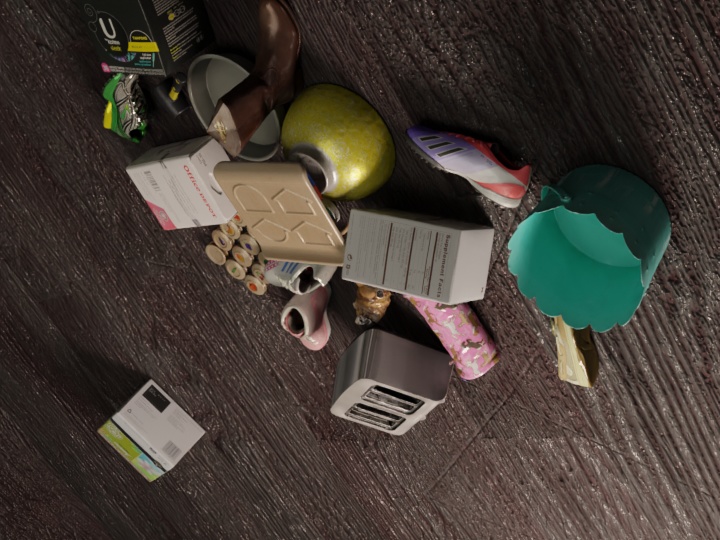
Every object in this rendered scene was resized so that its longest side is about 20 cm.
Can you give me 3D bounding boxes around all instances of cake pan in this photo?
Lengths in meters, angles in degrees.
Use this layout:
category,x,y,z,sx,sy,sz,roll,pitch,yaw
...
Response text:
category,x,y,z,sx,sy,sz,roll,pitch,yaw
cake pan,-0.202,-0.275,1.638,0.200,0.037,0.200,27,142,23

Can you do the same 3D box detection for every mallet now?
category,x,y,z,sx,sy,sz,roll,pitch,yaw
mallet,-0.316,-0.311,1.656,0.066,0.041,0.200,51,167,-2

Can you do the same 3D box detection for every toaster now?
category,x,y,z,sx,sy,sz,roll,pitch,yaw
toaster,0.048,0.195,1.773,0.200,0.119,0.181,21,144,-13

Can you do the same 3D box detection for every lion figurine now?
category,x,y,z,sx,sy,sz,roll,pitch,yaw
lion figurine,0.000,0.000,1.726,0.122,0.072,0.200,-5,110,65

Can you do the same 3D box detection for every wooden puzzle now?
category,x,y,z,sx,sy,sz,roll,pitch,yaw
wooden puzzle,-0.118,-0.098,1.570,0.185,0.046,0.200,5,137,34

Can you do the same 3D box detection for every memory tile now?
category,x,y,z,sx,sy,sz,roll,pitch,yaw
memory tile,-0.222,-0.039,1.917,0.153,0.017,0.200,41,143,1

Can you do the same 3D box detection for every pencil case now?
category,x,y,z,sx,sy,sz,roll,pitch,yaw
pencil case,0.153,0.088,1.659,0.086,0.083,0.200,-31,108,11

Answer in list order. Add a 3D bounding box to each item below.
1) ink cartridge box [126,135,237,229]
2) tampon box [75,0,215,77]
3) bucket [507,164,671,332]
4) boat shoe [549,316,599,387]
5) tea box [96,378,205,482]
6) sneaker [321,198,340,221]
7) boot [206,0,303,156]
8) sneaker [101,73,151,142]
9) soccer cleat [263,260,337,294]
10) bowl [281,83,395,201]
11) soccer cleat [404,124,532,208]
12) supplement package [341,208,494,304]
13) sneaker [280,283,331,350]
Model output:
category,x,y,z,sx,sy,sz,roll,pitch,yaw
ink cartridge box,-0.317,-0.160,1.826,0.200,0.083,0.147,-3,124,44
tampon box,-0.350,-0.426,1.555,0.150,0.126,0.200,11,133,33
bucket,0.314,-0.036,1.346,0.207,0.135,0.207,23,138,22
boat shoe,0.320,0.101,1.531,0.063,0.073,0.201,4,137,33
tea box,-0.543,0.416,2.554,0.200,0.134,0.197,45,143,-4
sneaker,-0.144,-0.075,1.724,0.200,0.121,0.084,4,129,40
boot,-0.164,-0.290,1.463,0.064,0.200,0.187,14,136,31
sneaker,-0.411,-0.308,1.783,0.085,0.078,0.200,31,151,3
soccer cleat,-0.121,0.008,1.803,0.070,0.086,0.200,38,146,-27
bowl,-0.055,-0.180,1.554,0.200,0.108,0.200,23,139,22
soccer cleat,0.156,-0.168,1.426,0.200,0.068,0.073,34,119,16
supplement package,0.089,-0.026,1.539,0.200,0.117,0.118,13,100,31
sneaker,-0.110,0.105,1.888,0.075,0.105,0.200,27,142,16
